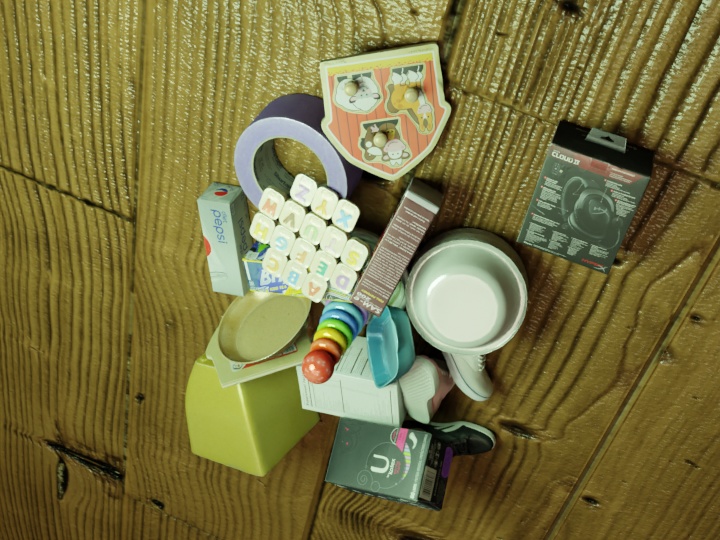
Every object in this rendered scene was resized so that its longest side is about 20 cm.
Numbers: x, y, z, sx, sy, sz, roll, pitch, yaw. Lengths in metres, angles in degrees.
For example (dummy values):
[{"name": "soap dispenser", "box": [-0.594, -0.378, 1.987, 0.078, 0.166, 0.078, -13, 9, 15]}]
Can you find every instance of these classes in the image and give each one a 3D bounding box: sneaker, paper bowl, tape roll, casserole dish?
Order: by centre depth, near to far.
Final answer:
[{"name": "paper bowl", "box": [0.170, 0.042, 1.486, 0.197, 0.105, 0.204, 4, 111, 11]}, {"name": "tape roll", "box": [-0.099, -0.175, 1.493, 0.197, 0.085, 0.203, 12, 128, 15]}, {"name": "casserole dish", "box": [0.051, 0.129, 1.560, 0.038, 0.123, 0.200, -6, 164, -14]}, {"name": "sneaker", "box": [0.188, 0.144, 1.608, 0.070, 0.073, 0.201, -16, 117, 37]}, {"name": "sneaker", "box": [0.124, 0.182, 1.637, 0.075, 0.105, 0.201, 28, 151, 20]}, {"name": "sneaker", "box": [0.151, 0.345, 1.751, 0.197, 0.112, 0.074, 4, 128, 22]}]

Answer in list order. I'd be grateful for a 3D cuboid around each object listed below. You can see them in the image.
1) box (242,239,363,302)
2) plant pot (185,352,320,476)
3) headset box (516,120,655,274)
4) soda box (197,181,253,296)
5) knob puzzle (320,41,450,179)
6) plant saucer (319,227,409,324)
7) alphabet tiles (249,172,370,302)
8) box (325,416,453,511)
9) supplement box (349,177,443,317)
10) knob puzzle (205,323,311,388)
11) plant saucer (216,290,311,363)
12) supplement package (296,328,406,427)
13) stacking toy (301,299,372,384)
[{"name": "box", "box": [-0.097, 0.000, 1.572, 0.197, 0.065, 0.071, 6, 127, 22]}, {"name": "plant pot", "box": [-0.220, 0.237, 1.779, 0.193, 0.194, 0.203, 10, 124, 34]}, {"name": "headset box", "box": [0.329, -0.113, 1.346, 0.147, 0.078, 0.202, 19, 130, 9]}, {"name": "soda box", "box": [-0.238, -0.054, 1.662, 0.067, 0.064, 0.203, 10, 128, 18]}, {"name": "knob puzzle", "box": [0.039, -0.224, 1.376, 0.215, 0.031, 0.223, -2, 121, -3]}, {"name": "plant saucer", "box": [0.000, 0.000, 1.602, 0.197, 0.050, 0.203, 13, 129, 16]}, {"name": "alphabet tiles", "box": [-0.083, -0.049, 1.490, 0.198, 0.015, 0.197, 31, 123, 7]}, {"name": "box", "box": [0.052, 0.349, 1.672, 0.197, 0.124, 0.106, 3, 160, 33]}, {"name": "supplement box", "box": [0.057, -0.038, 1.462, 0.060, 0.109, 0.202, 27, 107, 0]}, {"name": "knob puzzle", "box": [-0.189, 0.132, 1.706, 0.216, 0.221, 0.031, 6, 129, 21]}, {"name": "plant saucer", "box": [-0.166, 0.093, 1.658, 0.197, 0.202, 0.036, -8, 137, 29]}, {"name": "supplement package", "box": [-0.006, 0.198, 1.715, 0.197, 0.110, 0.115, 9, 129, 18]}, {"name": "stacking toy", "box": [-0.047, 0.110, 1.540, 0.084, 0.201, 0.086, 13, 130, 16]}]
